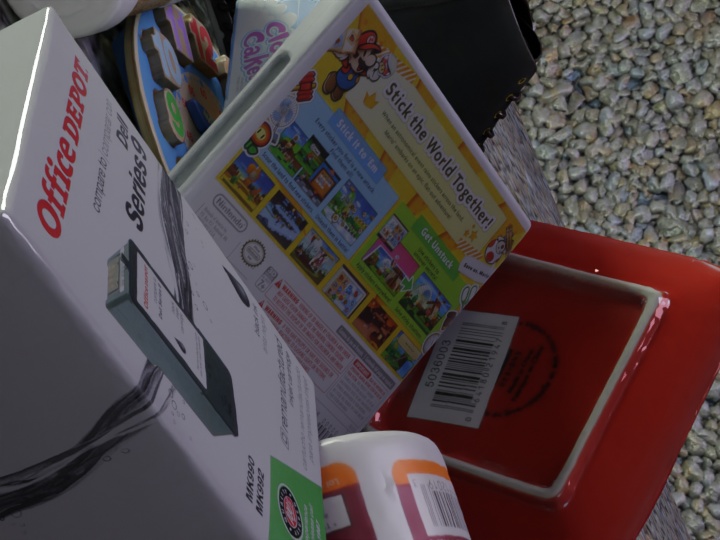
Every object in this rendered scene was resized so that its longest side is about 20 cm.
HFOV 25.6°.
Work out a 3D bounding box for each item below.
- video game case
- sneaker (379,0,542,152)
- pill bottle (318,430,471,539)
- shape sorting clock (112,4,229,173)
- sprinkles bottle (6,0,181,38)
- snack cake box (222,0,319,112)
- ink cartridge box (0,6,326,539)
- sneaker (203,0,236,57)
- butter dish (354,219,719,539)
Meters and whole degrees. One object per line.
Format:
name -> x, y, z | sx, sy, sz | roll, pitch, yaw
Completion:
video game case -> -0.016, -0.011, 0.772 | 0.023, 0.182, 0.200 | 34, -11, 43
sneaker -> 0.061, -0.085, 0.903 | 0.200, 0.105, 0.075 | 61, 22, -49
pill bottle -> 0.010, 0.178, 0.648 | 0.114, 0.114, 0.201 | 41, 27, -62
shape sorting clock -> -0.080, -0.063, 0.911 | 0.201, 0.039, 0.200 | 60, 13, -24
sprinkles bottle -> -0.118, -0.169, 0.831 | 0.069, 0.068, 0.200 | 63, 20, -9
snack cake box -> -0.028, -0.056, 0.889 | 0.115, 0.067, 0.201 | 62, 21, -43
ink cartridge box -> -0.094, 0.031, 0.558 | 0.200, 0.084, 0.146 | 57, 14, -32
sneaker -> -0.068, -0.174, 1.055 | 0.080, 0.073, 0.201 | -88, 163, -46
butter dish -> 0.102, 0.089, 0.875 | 0.201, 0.199, 0.148 | -59, 142, -21
